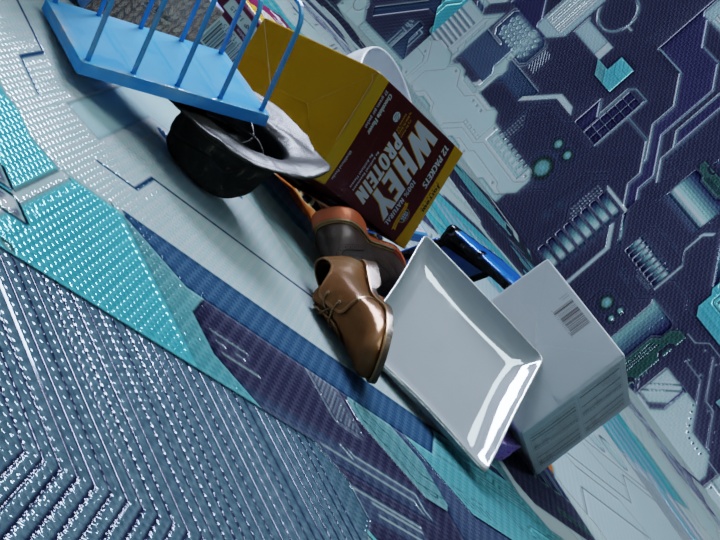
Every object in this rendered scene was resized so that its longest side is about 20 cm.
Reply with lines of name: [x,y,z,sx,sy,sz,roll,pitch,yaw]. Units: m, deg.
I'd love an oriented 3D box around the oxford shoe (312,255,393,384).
oxford shoe: [-0.012,0.047,1.606,0.071,0.072,0.200,16,22,-18]

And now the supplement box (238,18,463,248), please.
supplement box: [-0.029,-0.154,1.851,0.196,0.134,0.200,30,-4,38]

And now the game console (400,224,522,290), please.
game console: [0.130,0.027,2.032,0.171,0.119,0.200,44,7,26]

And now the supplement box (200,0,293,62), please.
supplement box: [-0.131,-0.265,2.069,0.131,0.103,0.200,51,9,11]

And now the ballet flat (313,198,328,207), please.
ballet flat: [-0.051,-0.129,2.030,0.202,0.071,0.072,63,13,12]

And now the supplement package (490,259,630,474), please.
supplement package: [0.215,0.118,1.932,0.152,0.150,0.200,53,-3,23]

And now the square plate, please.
square plate: [0.096,0.089,1.751,0.198,0.028,0.200,46,42,-9]

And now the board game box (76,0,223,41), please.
board game box: [-0.267,-0.346,1.780,0.201,0.097,0.159,55,11,28]

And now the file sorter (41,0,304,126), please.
file sorter: [-0.171,-0.241,1.522,0.198,0.124,0.139,13,26,-33]

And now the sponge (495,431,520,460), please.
sponge: [0.103,0.128,1.864,0.201,0.030,0.111,54,10,19]

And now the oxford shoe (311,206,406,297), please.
oxford shoe: [0.000,0.000,1.834,0.200,0.070,0.073,39,41,-55]

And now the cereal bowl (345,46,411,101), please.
cereal bowl: [0.003,-0.186,2.128,0.200,0.082,0.203,-8,90,-66]

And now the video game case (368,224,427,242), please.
video game case: [-0.002,-0.104,2.165,0.199,0.018,0.144,9,43,-57]

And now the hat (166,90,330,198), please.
hat: [-0.129,-0.117,1.594,0.199,0.081,0.201,29,18,-10]
